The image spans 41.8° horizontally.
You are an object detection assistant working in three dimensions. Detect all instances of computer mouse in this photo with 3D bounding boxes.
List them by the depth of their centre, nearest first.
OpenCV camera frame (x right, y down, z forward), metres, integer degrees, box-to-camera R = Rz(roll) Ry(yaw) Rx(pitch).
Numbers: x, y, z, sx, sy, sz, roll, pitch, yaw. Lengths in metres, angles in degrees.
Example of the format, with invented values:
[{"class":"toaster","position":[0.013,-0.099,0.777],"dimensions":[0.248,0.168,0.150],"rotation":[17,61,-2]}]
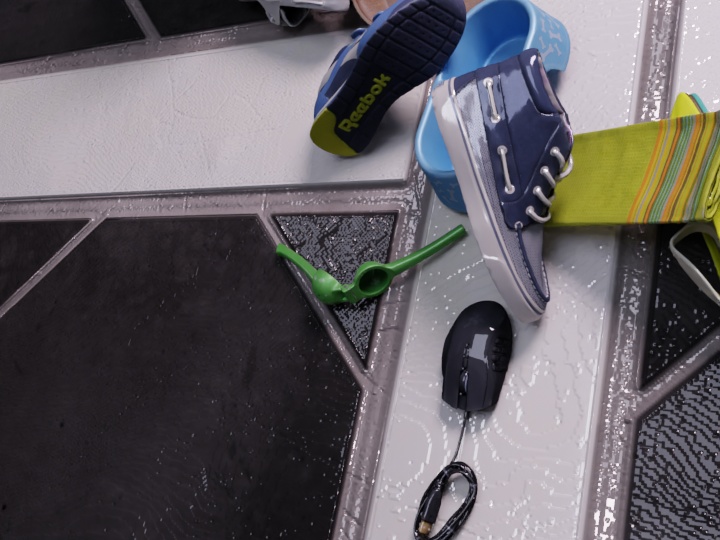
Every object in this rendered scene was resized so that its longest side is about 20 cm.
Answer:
[{"class":"computer mouse","position":[0.076,0.117,0.743],"dimensions":[0.058,0.034,0.202],"rotation":[5,71,32]}]

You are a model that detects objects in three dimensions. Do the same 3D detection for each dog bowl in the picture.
[{"class":"dog bowl","position":[0.111,-0.152,0.827],"dimensions":[0.111,0.049,0.202],"rotation":[7,73,42]}]

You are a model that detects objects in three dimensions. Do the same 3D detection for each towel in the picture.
[{"class":"towel","position":[0.196,-0.074,0.716],"dimensions":[0.199,0.018,0.087],"rotation":[2,66,60]}]

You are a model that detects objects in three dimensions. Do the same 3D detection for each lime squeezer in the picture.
[{"class":"lime squeezer","position":[0.000,0.000,0.852],"dimensions":[0.198,0.038,0.071],"rotation":[-6,34,30]}]

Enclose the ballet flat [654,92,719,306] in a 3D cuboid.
[{"class":"ballet flat","position":[0.251,-0.044,0.688],"dimensions":[0.066,0.067,0.202],"rotation":[-21,61,10]}]

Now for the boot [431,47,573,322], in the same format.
[{"class":"boot","position":[0.129,-0.065,0.729],"dimensions":[0.089,0.073,0.202],"rotation":[-20,94,22]}]

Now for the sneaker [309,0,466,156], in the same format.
[{"class":"sneaker","position":[0.019,-0.196,0.872],"dimensions":[0.200,0.073,0.083],"rotation":[-40,33,37]}]

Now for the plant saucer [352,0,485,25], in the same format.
[{"class":"plant saucer","position":[0.083,-0.311,0.938],"dimensions":[0.198,0.037,0.203],"rotation":[-13,63,26]}]

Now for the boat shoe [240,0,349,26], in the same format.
[{"class":"boat shoe","position":[-0.077,-0.297,1.010],"dimensions":[0.199,0.072,0.069],"rotation":[9,107,44]}]
